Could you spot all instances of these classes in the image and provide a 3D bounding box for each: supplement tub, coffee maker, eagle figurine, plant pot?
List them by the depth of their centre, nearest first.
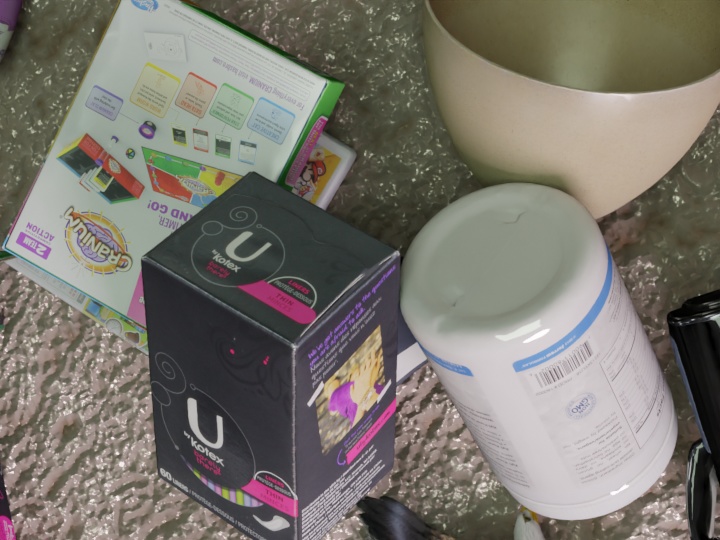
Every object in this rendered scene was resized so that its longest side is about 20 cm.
[{"bbox_3d":[0.281,0.102,1.239,0.135,0.192,0.200,-18,93,-16],"label":"coffee maker"},{"bbox_3d":[0.114,0.052,1.248,0.132,0.200,0.132,-13,48,15],"label":"supplement tub"},{"bbox_3d":[0.131,-0.110,1.269,0.200,0.200,0.135,15,127,10],"label":"plant pot"},{"bbox_3d":[0.094,0.216,1.318,0.200,0.151,0.152,2,114,0],"label":"eagle figurine"}]

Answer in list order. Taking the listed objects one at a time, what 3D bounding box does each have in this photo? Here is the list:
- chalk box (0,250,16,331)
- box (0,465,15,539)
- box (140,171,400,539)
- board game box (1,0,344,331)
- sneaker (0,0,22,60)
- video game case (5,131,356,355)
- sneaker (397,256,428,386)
[{"bbox_3d":[-0.335,0.004,1.381,0.200,0.125,0.124,-16,92,13],"label":"chalk box"},{"bbox_3d":[-0.318,0.197,1.391,0.115,0.132,0.200,-11,92,10],"label":"box"},{"bbox_3d":[-0.054,0.062,1.223,0.122,0.106,0.200,28,139,26],"label":"box"},{"bbox_3d":[-0.123,-0.067,1.285,0.153,0.040,0.200,30,99,12],"label":"board game box"},{"bbox_3d":[-0.341,-0.192,1.400,0.200,0.073,0.114,17,100,9],"label":"sneaker"},{"bbox_3d":[-0.128,-0.044,1.393,0.182,0.023,0.200,32,98,7],"label":"video game case"},{"bbox_3d":[0.000,0.001,1.329,0.202,0.077,0.146,-42,101,12],"label":"sneaker"}]
